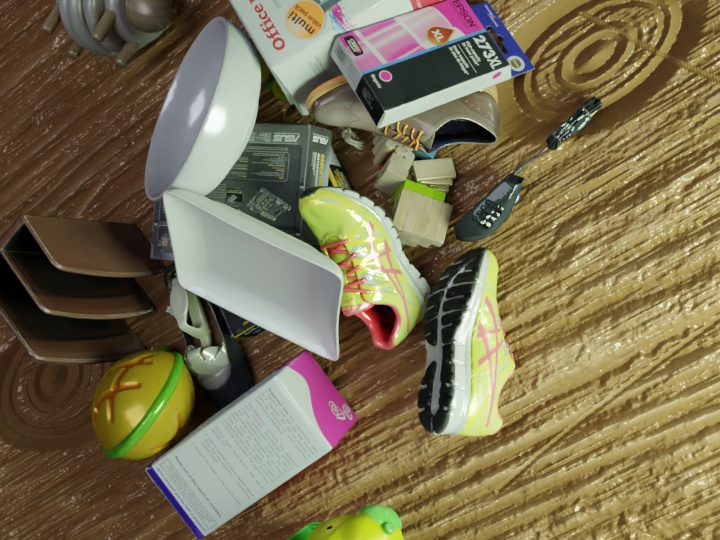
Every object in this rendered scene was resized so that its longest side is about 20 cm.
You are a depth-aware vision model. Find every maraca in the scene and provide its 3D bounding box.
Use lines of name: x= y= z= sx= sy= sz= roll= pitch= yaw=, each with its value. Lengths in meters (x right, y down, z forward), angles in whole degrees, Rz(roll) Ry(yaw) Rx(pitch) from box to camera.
maraca: x=-0.247 y=0.146 z=1.368 sx=0.107 sy=0.200 sz=0.137 roll=41 pitch=88 yaw=-16

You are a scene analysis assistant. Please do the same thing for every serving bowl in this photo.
serving bowl: x=-0.153 y=-0.156 z=1.244 sx=0.200 sy=0.066 sz=0.200 roll=-46 pitch=34 yaw=43

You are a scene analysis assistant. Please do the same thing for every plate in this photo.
plate: x=-0.102 y=0.001 z=1.235 sx=0.199 sy=0.200 sz=0.032 roll=25 pitch=63 yaw=11

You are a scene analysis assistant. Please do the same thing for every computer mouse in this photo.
computer mouse: x=0.173 y=-0.097 z=1.223 sx=0.200 sy=0.059 sz=0.034 roll=-44 pitch=87 yaw=15

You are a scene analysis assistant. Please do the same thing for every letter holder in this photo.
letter holder: x=-0.312 y=0.025 z=1.385 sx=0.101 sy=0.200 sz=0.142 roll=-46 pitch=70 yaw=19

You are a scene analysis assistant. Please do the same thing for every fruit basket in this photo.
fruit basket: x=-0.036 y=0.313 z=1.233 sx=0.155 sy=0.216 sz=0.216 roll=19 pitch=97 yaw=27

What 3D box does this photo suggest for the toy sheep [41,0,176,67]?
toy sheep: x=-0.299 y=-0.315 z=1.429 sx=0.200 sy=0.138 sz=0.138 roll=17 pitch=97 yaw=32

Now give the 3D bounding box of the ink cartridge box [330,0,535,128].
ink cartridge box: x=0.078 y=-0.216 z=1.206 sx=0.095 sy=0.200 sz=0.037 roll=58 pitch=152 yaw=16

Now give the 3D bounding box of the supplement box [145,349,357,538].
supplement box: x=-0.118 y=0.189 z=1.324 sx=0.200 sy=0.101 sz=0.103 roll=-38 pitch=90 yaw=22

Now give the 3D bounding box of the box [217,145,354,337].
box: x=-0.091 y=-0.038 z=1.358 sx=0.200 sy=0.049 sz=0.160 roll=-31 pitch=77 yaw=23

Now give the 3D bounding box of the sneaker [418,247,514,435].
sneaker: x=0.117 y=0.076 z=1.230 sx=0.078 sy=0.090 sz=0.200 roll=-16 pitch=59 yaw=58

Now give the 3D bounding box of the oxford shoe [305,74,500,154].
oxford shoe: x=0.046 y=-0.159 z=1.221 sx=0.200 sy=0.071 sz=0.073 roll=-3 pitch=60 yaw=-7

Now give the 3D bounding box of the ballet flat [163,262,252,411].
ballet flat: x=-0.182 y=0.077 z=1.391 sx=0.073 sy=0.073 sz=0.200 roll=-22 pitch=79 yaw=25

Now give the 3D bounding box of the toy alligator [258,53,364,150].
toy alligator: x=-0.059 y=-0.206 z=1.338 sx=0.200 sy=0.059 sz=0.054 roll=36 pitch=105 yaw=23

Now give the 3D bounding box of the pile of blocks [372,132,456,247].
pile of blocks: x=0.049 y=-0.112 z=1.290 sx=0.062 sy=0.082 sz=0.200 roll=132 pitch=131 yaw=-65

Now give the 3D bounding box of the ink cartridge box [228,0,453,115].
ink cartridge box: x=-0.027 y=-0.286 z=1.246 sx=0.200 sy=0.145 sz=0.145 roll=-32 pitch=75 yaw=3

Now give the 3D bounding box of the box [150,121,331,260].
box: x=-0.133 y=-0.082 z=1.327 sx=0.200 sy=0.048 sz=0.159 roll=4 pitch=91 yaw=29

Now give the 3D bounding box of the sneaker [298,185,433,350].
sneaker: x=0.000 y=0.000 z=1.227 sx=0.078 sy=0.090 sz=0.200 roll=-13 pitch=126 yaw=45
